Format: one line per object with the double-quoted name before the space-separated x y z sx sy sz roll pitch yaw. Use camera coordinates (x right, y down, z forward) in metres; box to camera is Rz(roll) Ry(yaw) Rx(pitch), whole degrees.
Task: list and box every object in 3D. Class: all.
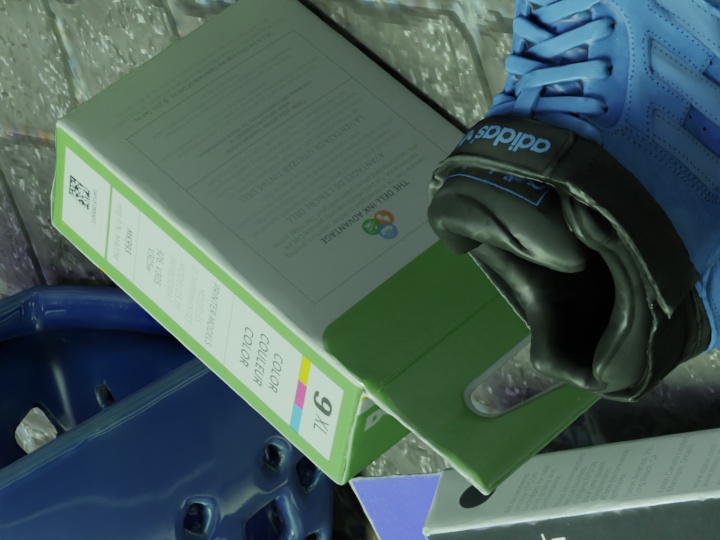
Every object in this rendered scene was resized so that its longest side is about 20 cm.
"ink cartridge box" 0.000 0.000 0.982 0.200 0.104 0.059 40 146 23
"plant pot" -0.123 0.126 1.161 0.199 0.199 0.181 3 114 50
"ink cartridge box" 0.104 0.149 0.983 0.199 0.043 0.199 -10 116 39
"sneaker" 0.063 -0.058 0.832 0.077 0.111 0.201 13 129 48
